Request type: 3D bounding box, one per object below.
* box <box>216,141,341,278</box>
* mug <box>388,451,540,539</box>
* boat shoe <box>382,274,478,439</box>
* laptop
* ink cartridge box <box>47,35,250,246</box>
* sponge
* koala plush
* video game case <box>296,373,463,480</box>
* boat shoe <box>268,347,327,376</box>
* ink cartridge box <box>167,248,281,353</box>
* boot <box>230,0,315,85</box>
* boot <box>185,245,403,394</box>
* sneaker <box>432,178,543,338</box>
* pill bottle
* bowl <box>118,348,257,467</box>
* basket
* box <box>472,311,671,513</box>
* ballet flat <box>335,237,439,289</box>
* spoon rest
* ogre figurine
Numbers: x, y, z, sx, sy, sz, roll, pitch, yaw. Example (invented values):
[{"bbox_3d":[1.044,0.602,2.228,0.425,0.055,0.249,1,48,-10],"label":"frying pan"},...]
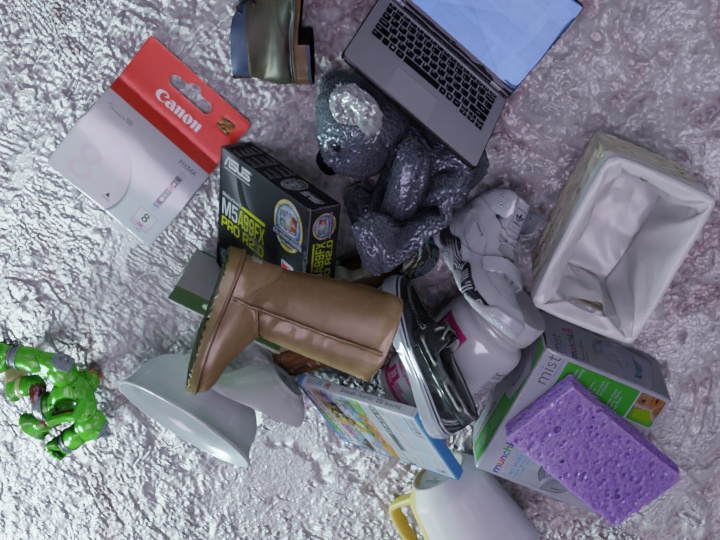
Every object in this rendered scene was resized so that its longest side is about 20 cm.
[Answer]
[{"bbox_3d":[-0.101,-0.040,1.154,0.044,0.200,0.162,-15,125,-34],"label":"box"},{"bbox_3d":[0.127,0.340,1.337,0.185,0.150,0.154,-29,102,11],"label":"mug"},{"bbox_3d":[0.087,0.093,1.161,0.070,0.072,0.202,-25,79,24],"label":"boat shoe"},{"bbox_3d":[0.112,-0.254,1.054,0.187,0.201,0.116,38,141,-12],"label":"laptop"},{"bbox_3d":[-0.256,-0.151,1.190,0.162,0.057,0.200,40,118,-13],"label":"ink cartridge box"},{"bbox_3d":[0.287,0.225,1.218,0.199,0.030,0.112,39,114,-16],"label":"sponge"},{"bbox_3d":[0.023,-0.139,1.107,0.183,0.178,0.201,-37,107,8],"label":"koala plush"},{"bbox_3d":[0.024,0.198,1.260,0.198,0.018,0.144,11,147,40],"label":"video game case"},{"bbox_3d":[-0.024,0.084,1.271,0.198,0.072,0.068,-14,118,24],"label":"boat shoe"},{"bbox_3d":[-0.158,0.049,1.189,0.144,0.200,0.048,26,108,-7],"label":"ink cartridge box"},{"bbox_3d":[-0.105,-0.299,1.087,0.096,0.075,0.202,-3,117,4],"label":"boot"},{"bbox_3d":[-0.073,0.080,1.064,0.198,0.066,0.177,20,104,-12],"label":"boot"},{"bbox_3d":[0.161,-0.021,1.134,0.115,0.201,0.075,-43,131,16],"label":"sneaker"},{"bbox_3d":[0.128,0.103,1.234,0.113,0.114,0.200,39,113,-13],"label":"pill bottle"},{"bbox_3d":[-0.209,0.166,1.292,0.199,0.091,0.202,26,158,12],"label":"bowl"},{"bbox_3d":[0.293,-0.044,1.140,0.134,0.124,0.202,21,117,-5],"label":"basket"},{"bbox_3d":[0.265,0.182,1.269,0.175,0.097,0.201,23,117,-8],"label":"box"},{"bbox_3d":[0.000,0.000,1.219,0.198,0.074,0.075,-27,110,12],"label":"ballet flat"},{"bbox_3d":[-0.138,0.138,1.232,0.061,0.100,0.200,-41,135,5],"label":"spoon rest"},{"bbox_3d":[-0.413,0.177,1.339,0.118,0.098,0.203,-5,104,21],"label":"ogre figurine"}]
